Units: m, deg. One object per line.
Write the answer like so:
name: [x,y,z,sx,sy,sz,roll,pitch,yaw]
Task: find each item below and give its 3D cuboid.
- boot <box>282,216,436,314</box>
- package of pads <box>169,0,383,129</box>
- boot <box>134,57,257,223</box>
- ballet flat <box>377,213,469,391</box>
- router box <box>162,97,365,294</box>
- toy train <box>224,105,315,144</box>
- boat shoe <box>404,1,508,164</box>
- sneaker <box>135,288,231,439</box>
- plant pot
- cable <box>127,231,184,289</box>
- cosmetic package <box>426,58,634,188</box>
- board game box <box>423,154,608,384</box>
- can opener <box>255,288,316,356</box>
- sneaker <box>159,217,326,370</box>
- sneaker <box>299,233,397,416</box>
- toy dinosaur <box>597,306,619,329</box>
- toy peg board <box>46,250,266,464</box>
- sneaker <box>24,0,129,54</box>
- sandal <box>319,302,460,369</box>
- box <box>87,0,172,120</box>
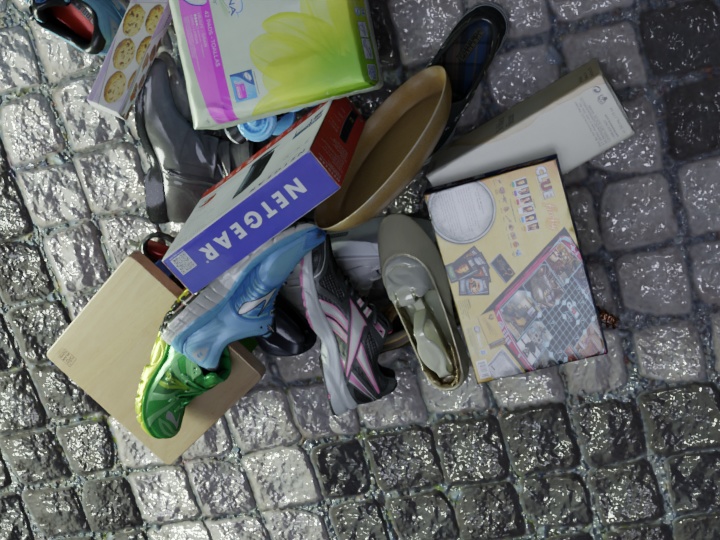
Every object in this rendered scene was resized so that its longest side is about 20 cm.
boot: [0.000,0.000,1.354,0.199,0.074,0.096,-5,115,25]
package of pads: [-0.086,-0.237,1.200,0.199,0.068,0.155,-11,92,19]
boot: [-0.178,-0.144,1.349,0.131,0.070,0.201,0,118,7]
ballet flat: [0.065,0.038,1.264,0.069,0.069,0.201,-19,104,20]
router box: [-0.094,-0.083,1.229,0.200,0.180,0.049,-35,107,22]
toy train: [-0.083,-0.222,1.277,0.200,0.087,0.114,-37,90,22]
boat shoe: [0.086,-0.190,1.258,0.068,0.057,0.200,31,115,1]
sneaker: [-0.189,0.114,1.310,0.083,0.074,0.201,27,122,9]
plant pot: [0.027,-0.116,1.195,0.027,0.200,0.200,36,116,-18]
cable: [-0.185,0.003,1.419,0.199,0.050,0.098,8,114,0]
cosmetic package: [0.172,-0.128,1.224,0.199,0.104,0.073,-29,102,15]
board game box: [0.154,0.000,1.188,0.135,0.035,0.201,-14,101,12]
can opener: [-0.127,0.022,1.363,0.200,0.063,0.079,44,147,15]
sneaker: [-0.109,0.023,1.241,0.200,0.078,0.090,-42,104,-1]
sneaker: [-0.010,0.052,1.307,0.086,0.080,0.201,-13,107,3]
toy dinosaur: [0.189,0.021,1.283,0.199,0.136,0.103,-2,112,-11]
toy peg board: [-0.226,0.087,1.411,0.199,0.098,0.200,43,122,-5]
sneaker: [-0.332,-0.307,1.295,0.200,0.090,0.078,39,115,-3]
sandal: [0.035,0.064,1.368,0.199,0.080,0.054,-21,83,25]
box: [-0.230,-0.259,1.277,0.041,0.039,0.201,24,87,4]
